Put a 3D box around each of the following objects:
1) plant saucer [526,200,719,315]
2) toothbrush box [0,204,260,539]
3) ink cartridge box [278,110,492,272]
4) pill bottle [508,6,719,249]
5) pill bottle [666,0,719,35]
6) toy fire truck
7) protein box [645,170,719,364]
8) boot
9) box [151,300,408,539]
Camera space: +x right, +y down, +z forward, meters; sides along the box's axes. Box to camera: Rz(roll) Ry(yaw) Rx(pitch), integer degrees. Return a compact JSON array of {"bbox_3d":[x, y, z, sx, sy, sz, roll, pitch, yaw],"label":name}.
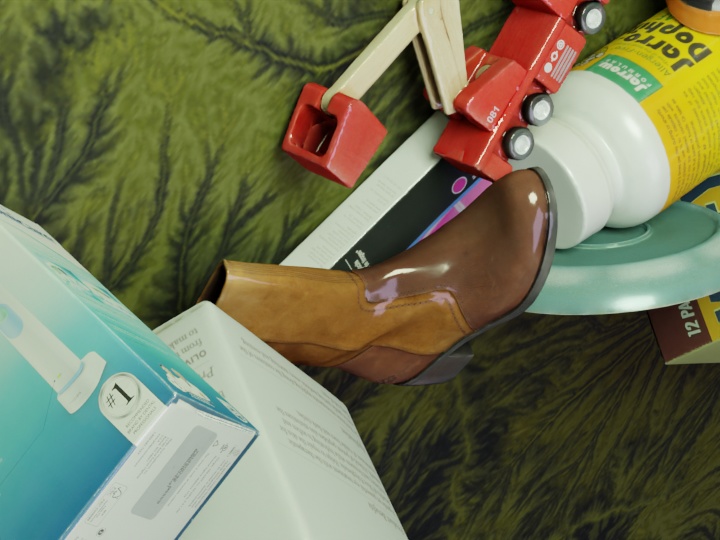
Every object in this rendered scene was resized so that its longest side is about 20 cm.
[{"bbox_3d":[0.162,-0.015,1.360,0.200,0.200,0.027,-20,113,-38],"label":"plant saucer"},{"bbox_3d":[-0.173,0.071,1.022,0.146,0.200,0.085,-53,148,2],"label":"toothbrush box"},{"bbox_3d":[0.003,-0.005,1.312,0.200,0.037,0.095,-43,146,-8],"label":"ink cartridge box"},{"bbox_3d":[0.185,-0.097,1.355,0.200,0.113,0.113,-33,144,-29],"label":"pill bottle"},{"bbox_3d":[0.232,-0.244,1.280,0.106,0.106,0.200,-33,143,-24],"label":"pill bottle"},{"bbox_3d":[0.055,-0.124,1.227,0.141,0.049,0.200,33,85,-40],"label":"toy fire truck"},{"bbox_3d":[0.329,-0.029,1.506,0.198,0.135,0.200,-29,162,35],"label":"protein box"},{"bbox_3d":[0.000,0.000,1.221,0.200,0.069,0.188,5,145,-33],"label":"boot"},{"bbox_3d":[-0.096,0.163,1.187,0.200,0.171,0.199,-32,149,9],"label":"box"}]
